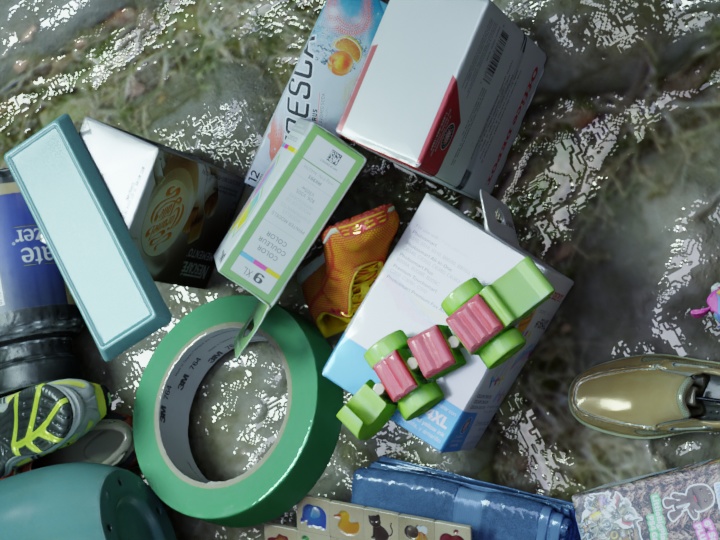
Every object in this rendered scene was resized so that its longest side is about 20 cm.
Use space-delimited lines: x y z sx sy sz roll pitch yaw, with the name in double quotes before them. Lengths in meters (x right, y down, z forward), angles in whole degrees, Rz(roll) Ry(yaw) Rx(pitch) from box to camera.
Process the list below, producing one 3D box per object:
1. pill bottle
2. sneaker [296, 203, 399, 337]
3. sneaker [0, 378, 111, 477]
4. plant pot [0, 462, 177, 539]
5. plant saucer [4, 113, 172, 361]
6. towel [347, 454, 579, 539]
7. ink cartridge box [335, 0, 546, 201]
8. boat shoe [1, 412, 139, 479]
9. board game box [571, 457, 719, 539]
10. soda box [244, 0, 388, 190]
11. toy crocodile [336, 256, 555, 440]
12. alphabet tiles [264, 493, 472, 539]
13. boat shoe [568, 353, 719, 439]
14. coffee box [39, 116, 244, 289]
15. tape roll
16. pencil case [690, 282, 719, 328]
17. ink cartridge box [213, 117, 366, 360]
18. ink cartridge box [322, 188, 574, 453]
"pill bottle" -0.318 0.013 1.543 0.111 0.112 0.202 -14 81 15
"sneaker" 0.000 0.000 1.417 0.073 0.200 0.078 -20 75 -18
"sneaker" -0.303 0.146 1.503 0.199 0.076 0.076 -15 86 41
"plant pot" -0.255 0.260 1.448 0.160 0.200 0.202 -25 78 18
"plant saucer" -0.228 -0.029 1.358 0.070 0.019 0.201 -31 77 12
"towel" 0.087 0.233 1.426 0.199 0.048 0.113 11 98 20
"ink cartridge box" 0.073 -0.149 1.391 0.083 0.200 0.145 24 92 21
"boat shoe" -0.286 0.181 1.544 0.199 0.063 0.072 -18 82 16
"board game box" 0.285 0.199 1.313 0.199 0.159 0.098 -15 82 16
"soda box" -0.037 -0.155 1.485 0.063 0.068 0.201 24 93 -6
"toy crocodile" 0.065 0.062 1.311 0.199 0.062 0.068 -35 78 10
"alphabet tiles" 0.005 0.282 1.438 0.199 0.008 0.169 7 109 26
"boat shoe" 0.267 0.103 1.371 0.198 0.076 0.072 -4 84 17
"coffee box" -0.188 -0.055 1.461 0.079 0.200 0.115 23 92 18
"tape roll" -0.110 0.124 1.470 0.199 0.048 0.202 -12 66 28
"pencil case" 0.362 -0.020 1.350 0.088 0.088 0.200 38 95 17
"ink cartridge box" -0.076 -0.030 1.406 0.059 0.104 0.201 32 92 -10
"ink cartridge box" 0.083 0.036 1.407 0.125 0.128 0.201 33 95 17
